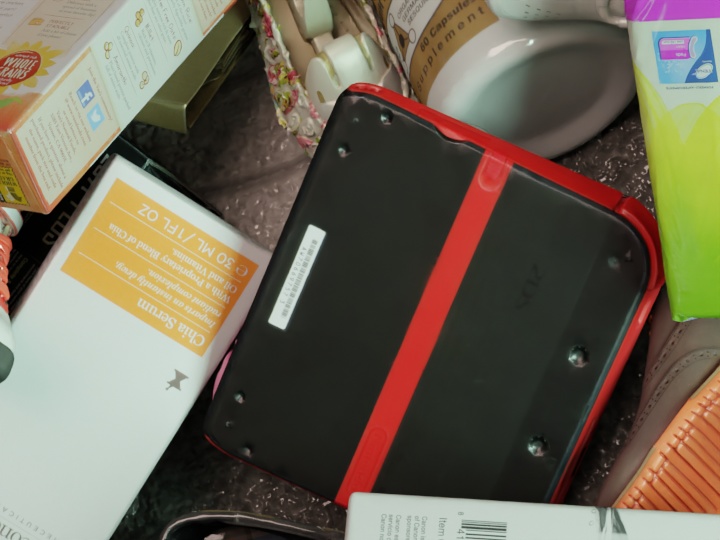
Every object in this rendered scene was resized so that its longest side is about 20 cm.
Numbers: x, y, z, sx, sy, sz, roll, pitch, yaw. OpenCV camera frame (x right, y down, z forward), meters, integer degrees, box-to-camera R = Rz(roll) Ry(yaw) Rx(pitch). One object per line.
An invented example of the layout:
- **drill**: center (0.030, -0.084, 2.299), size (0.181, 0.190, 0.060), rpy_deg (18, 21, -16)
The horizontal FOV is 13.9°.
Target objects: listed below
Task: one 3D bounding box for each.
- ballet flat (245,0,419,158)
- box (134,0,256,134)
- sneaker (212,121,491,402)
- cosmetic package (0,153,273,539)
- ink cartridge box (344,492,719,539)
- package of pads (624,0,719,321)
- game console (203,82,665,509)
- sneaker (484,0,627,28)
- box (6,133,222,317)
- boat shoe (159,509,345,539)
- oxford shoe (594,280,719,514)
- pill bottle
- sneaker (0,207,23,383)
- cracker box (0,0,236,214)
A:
- **ballet flat**: center (-0.022, -0.123, 1.534), size (0.076, 0.064, 0.200), rpy_deg (-26, 75, -10)
- **box**: center (-0.148, -0.154, 1.603), size (0.200, 0.021, 0.164), rpy_deg (16, 48, 18)
- **sneaker**: center (0.000, 0.000, 1.479), size (0.079, 0.095, 0.200), rpy_deg (39, 106, -4)
- **cosmetic package**: center (-0.135, 0.051, 1.484), size (0.101, 0.071, 0.200), rpy_deg (31, 90, -7)
- **ink cartridge box**: center (0.089, 0.185, 1.321), size (0.200, 0.084, 0.144), rpy_deg (3, 59, 4)
- **package of pads**: center (0.203, -0.077, 1.303), size (0.154, 0.068, 0.200), rpy_deg (0, 113, 27)
- **game console**: center (0.037, 0.031, 1.420), size (0.177, 0.031, 0.200), rpy_deg (25, 105, 8)
- **sneaker**: center (0.155, -0.146, 1.389), size (0.200, 0.075, 0.087), rpy_deg (-10, 52, -4)
- **box**: center (-0.203, -0.005, 1.593), size (0.164, 0.086, 0.200), rpy_deg (35, 87, 33)
- **boat shoe**: center (-0.012, 0.156, 1.442), size (0.200, 0.066, 0.070), rpy_deg (17, 77, 31)
- **oxford shoe**: center (0.164, 0.050, 1.406), size (0.073, 0.071, 0.200), rpy_deg (25, 73, 41)
- **pill bottle**: center (0.058, -0.161, 1.513), size (0.114, 0.114, 0.200), rpy_deg (-31, 59, 12)
- **sneaker**: center (-0.200, -0.011, 1.464), size (0.108, 0.067, 0.201), rpy_deg (-57, 25, -9)
- **cracker box**: center (-0.162, -0.116, 1.491), size (0.134, 0.058, 0.200), rpy_deg (9, 46, 34)
